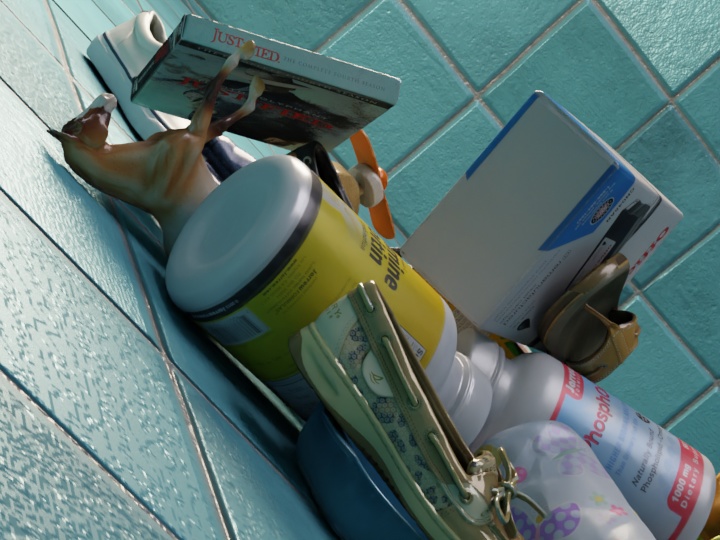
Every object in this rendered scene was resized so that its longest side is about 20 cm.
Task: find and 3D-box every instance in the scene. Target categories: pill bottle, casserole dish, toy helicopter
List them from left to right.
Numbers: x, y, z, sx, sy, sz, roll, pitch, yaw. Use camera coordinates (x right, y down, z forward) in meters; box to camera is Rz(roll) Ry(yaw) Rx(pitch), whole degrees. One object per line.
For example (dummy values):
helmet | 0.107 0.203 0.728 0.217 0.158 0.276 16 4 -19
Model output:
toy helicopter | -0.020 -0.031 1.642 0.079 0.132 0.200 39 -6 25
pill bottle | -0.013 0.033 1.243 0.200 0.112 0.112 44 7 -27
casserole dish | 0.027 0.153 1.188 0.200 0.039 0.121 46 6 -33
pill bottle | 0.136 0.126 1.430 0.199 0.109 0.109 33 8 -12

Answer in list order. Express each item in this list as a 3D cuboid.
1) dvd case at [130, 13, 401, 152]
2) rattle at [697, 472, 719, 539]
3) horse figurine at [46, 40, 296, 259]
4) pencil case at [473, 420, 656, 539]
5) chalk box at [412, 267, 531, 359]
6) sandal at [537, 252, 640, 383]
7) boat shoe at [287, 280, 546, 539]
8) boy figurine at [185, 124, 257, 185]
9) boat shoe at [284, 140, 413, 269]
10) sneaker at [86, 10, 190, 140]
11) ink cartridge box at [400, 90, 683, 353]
dvd case | -0.068 -0.119 1.385 0.145 0.022 0.200 16 -12 -14
rattle | 0.278 0.226 1.466 0.131 0.142 0.200 64 -6 -10
horse figurine | -0.092 -0.048 1.292 0.050 0.132 0.201 30 -25 46
pencil case | 0.131 0.174 1.222 0.200 0.090 0.084 -126 -147 -48
chalk box | 0.075 0.091 1.605 0.124 0.124 0.200 51 6 23
sandal | 0.164 0.054 1.464 0.054 0.080 0.201 40 -25 21
boat shoe | 0.043 0.099 1.142 0.200 0.063 0.073 50 4 -2
boy figurine | -0.058 -0.024 1.493 0.200 0.065 0.124 44 40 6
boat shoe | 0.000 0.000 1.416 0.201 0.066 0.070 60 21 19
sneaker | -0.146 -0.135 1.632 0.200 0.071 0.073 53 6 33
ink cartridge box | 0.132 -0.026 1.457 0.084 0.145 0.200 44 9 21
